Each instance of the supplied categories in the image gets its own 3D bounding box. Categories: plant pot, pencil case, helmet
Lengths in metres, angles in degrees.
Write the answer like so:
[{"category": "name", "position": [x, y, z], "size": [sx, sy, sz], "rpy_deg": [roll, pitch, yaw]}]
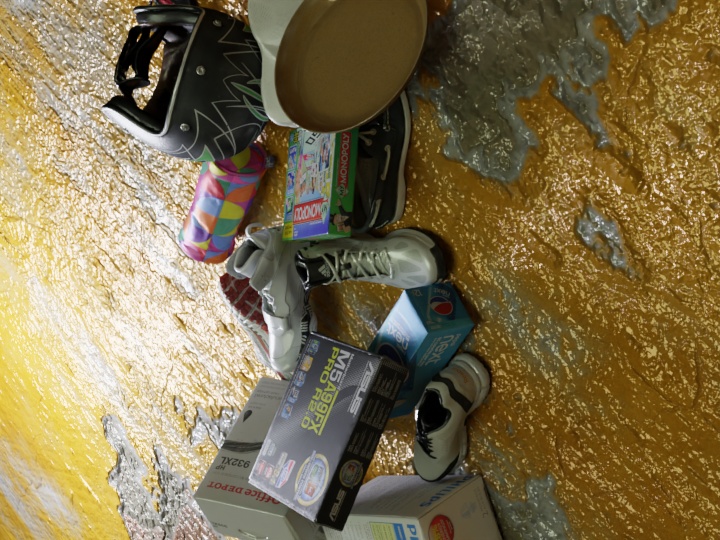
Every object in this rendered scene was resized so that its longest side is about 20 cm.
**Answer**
[{"category": "plant pot", "position": [-0.007, -0.234, 1.292], "size": [0.199, 0.027, 0.201], "rpy_deg": [-14, 65, 32]}, {"category": "pencil case", "position": [-0.181, -0.096, 1.609], "size": [0.088, 0.088, 0.200], "rpy_deg": [50, 138, 18]}, {"category": "helmet", "position": [-0.193, -0.222, 1.458], "size": [0.190, 0.200, 0.201], "rpy_deg": [15, 123, 26]}]

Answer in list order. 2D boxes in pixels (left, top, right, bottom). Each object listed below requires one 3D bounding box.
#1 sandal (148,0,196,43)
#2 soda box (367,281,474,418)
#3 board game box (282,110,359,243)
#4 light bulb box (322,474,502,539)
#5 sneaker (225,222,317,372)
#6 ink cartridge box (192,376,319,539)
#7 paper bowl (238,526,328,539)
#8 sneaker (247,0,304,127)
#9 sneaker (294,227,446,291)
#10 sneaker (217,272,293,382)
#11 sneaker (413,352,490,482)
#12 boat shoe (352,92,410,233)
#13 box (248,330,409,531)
[{"category": "sandal", "position": [-0.240, -0.320, 1.578], "size": [0.075, 0.045, 0.201], "rpy_deg": [-24, 92, 52]}, {"category": "soda box", "position": [0.056, 0.100, 1.441], "size": [0.064, 0.068, 0.200], "rpy_deg": [62, 145, 28]}, {"category": "board game box", "position": [-0.048, -0.102, 1.394], "size": [0.200, 0.029, 0.135], "rpy_deg": [176, 99, -72]}, {"category": "light bulb box", "position": [0.078, 0.369, 1.529], "size": [0.200, 0.125, 0.199], "rpy_deg": [-11, 101, 50]}, {"category": "sneaker", "position": [-0.112, 0.031, 1.528], "size": [0.075, 0.115, 0.201], "rpy_deg": [25, 108, 50]}, {"category": "ink cartridge box", "position": [-0.101, 0.246, 1.573], "size": [0.145, 0.200, 0.084], "rpy_deg": [6, 139, 29]}, {"category": "paper bowl", "position": [-0.077, 0.345, 1.665], "size": [0.200, 0.200, 0.105], "rpy_deg": [23, 85, 40]}, {"category": "sneaker", "position": [-0.083, -0.266, 1.413], "size": [0.075, 0.088, 0.201], "rpy_deg": [1, 93, 13]}, {"category": "sneaker", "position": [0.000, 0.000, 1.421], "size": [0.200, 0.115, 0.076], "rpy_deg": [7, 116, 47]}, {"category": "sneaker", "position": [-0.130, 0.082, 1.649], "size": [0.200, 0.078, 0.082], "rpy_deg": [51, 142, 16]}, {"category": "sneaker", "position": [0.089, 0.184, 1.452], "size": [0.074, 0.080, 0.201], "rpy_deg": [38, 136, 27]}, {"category": "boat shoe", "position": [0.013, -0.136, 1.375], "size": [0.075, 0.060, 0.201], "rpy_deg": [18, 123, 43]}, {"category": "box", "position": [-0.040, 0.182, 1.422], "size": [0.160, 0.044, 0.201], "rpy_deg": [16, 81, 56]}]
